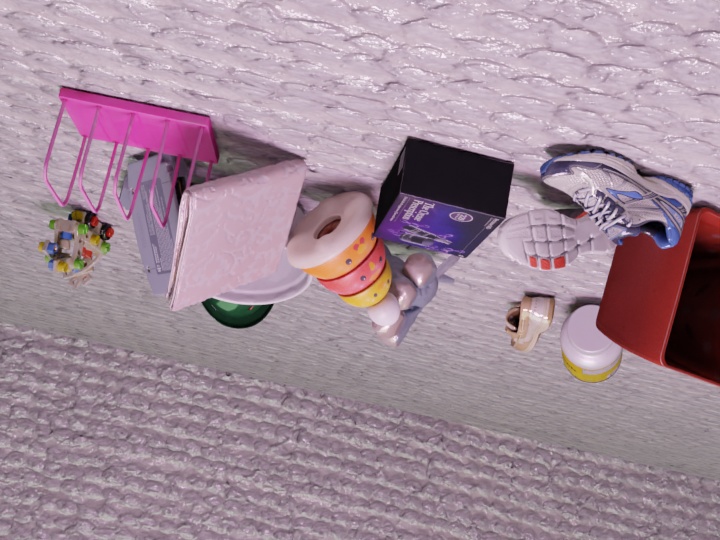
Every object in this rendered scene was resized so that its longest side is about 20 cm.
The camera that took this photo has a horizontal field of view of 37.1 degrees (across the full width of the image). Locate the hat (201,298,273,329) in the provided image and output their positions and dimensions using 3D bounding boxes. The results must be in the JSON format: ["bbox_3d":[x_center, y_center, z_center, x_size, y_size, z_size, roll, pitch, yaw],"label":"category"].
[{"bbox_3d":[-0.151,-0.012,1.758,0.166,0.201,0.175,47,143,-20],"label":"hat"}]

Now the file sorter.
[{"bbox_3d":[-0.302,-0.139,1.420,0.196,0.128,0.139,11,165,1],"label":"file sorter"}]

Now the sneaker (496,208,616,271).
[{"bbox_3d":[0.244,-0.044,1.380,0.197,0.079,0.081,-3,-173,-33],"label":"sneaker"}]

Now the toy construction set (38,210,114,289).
[{"bbox_3d":[-0.511,-0.036,1.946,0.090,0.133,0.200,11,165,2],"label":"toy construction set"}]

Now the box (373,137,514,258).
[{"bbox_3d":[0.103,-0.089,1.395,0.139,0.080,0.200,10,165,-6],"label":"box"}]

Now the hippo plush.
[{"bbox_3d":[0.039,-0.002,1.690,0.160,0.200,0.160,34,152,17],"label":"hippo plush"}]

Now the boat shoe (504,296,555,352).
[{"bbox_3d":[0.294,0.091,1.929,0.068,0.075,0.201,14,156,-1],"label":"boat shoe"}]

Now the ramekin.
[{"bbox_3d":[-0.169,-0.040,1.638,0.196,0.107,0.201,0,150,0],"label":"ramekin"}]

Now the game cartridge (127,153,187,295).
[{"bbox_3d":[-0.286,-0.066,1.569,0.040,0.204,0.132,-15,-174,-44],"label":"game cartridge"}]

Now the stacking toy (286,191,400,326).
[{"bbox_3d":[0.000,0.000,1.545,0.145,0.147,0.201,-4,133,46],"label":"stacking toy"}]

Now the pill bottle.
[{"bbox_3d":[0.406,0.126,1.882,0.109,0.113,0.200,8,164,14],"label":"pill bottle"}]

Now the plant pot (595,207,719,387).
[{"bbox_3d":[0.429,0.040,1.422,0.198,0.203,0.175,19,175,-28],"label":"plant pot"}]

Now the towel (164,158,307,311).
[{"bbox_3d":[-0.169,-0.052,1.435,0.032,0.193,0.198,39,-140,27],"label":"towel"}]

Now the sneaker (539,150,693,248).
[{"bbox_3d":[0.301,-0.079,1.258,0.197,0.087,0.077,16,165,-12],"label":"sneaker"}]

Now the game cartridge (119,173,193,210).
[{"bbox_3d":[-0.284,-0.105,1.710,0.197,0.042,0.133,16,160,-14],"label":"game cartridge"}]
